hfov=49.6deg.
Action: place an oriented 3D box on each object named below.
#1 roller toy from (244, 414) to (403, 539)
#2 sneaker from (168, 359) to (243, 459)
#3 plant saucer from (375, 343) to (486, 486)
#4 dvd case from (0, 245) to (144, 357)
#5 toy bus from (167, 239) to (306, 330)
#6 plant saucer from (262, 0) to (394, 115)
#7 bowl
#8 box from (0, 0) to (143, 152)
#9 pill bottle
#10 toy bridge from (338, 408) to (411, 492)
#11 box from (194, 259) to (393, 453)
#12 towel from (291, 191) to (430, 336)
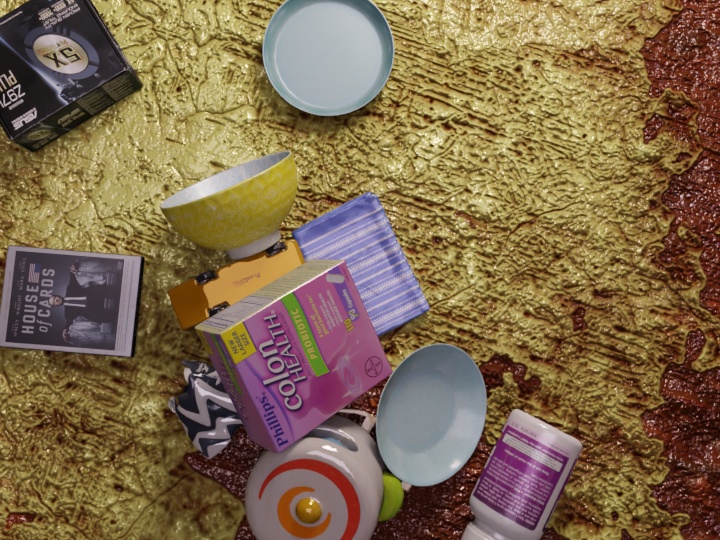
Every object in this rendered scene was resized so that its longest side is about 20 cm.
[{"bbox_3d":[-0.061,0.300,1.054,0.199,0.140,0.183,-32,94,12],"label":"roller toy"},{"bbox_3d":[-0.189,0.156,1.112,0.199,0.080,0.130,-43,95,6],"label":"sneaker"},{"bbox_3d":[0.094,0.201,1.105,0.200,0.039,0.203,-4,97,-33],"label":"plant saucer"},{"bbox_3d":[-0.426,0.045,1.147,0.198,0.025,0.151,4,85,-1],"label":"dvd case"},{"bbox_3d":[-0.173,0.022,1.125,0.199,0.078,0.065,-22,85,-3],"label":"toy bus"},{"bbox_3d":[-0.048,-0.330,1.183,0.199,0.027,0.202,0,86,-1],"label":"plant saucer"},{"bbox_3d":[-0.167,-0.081,1.092,0.199,0.200,0.108,-23,107,-3],"label":"bowl"},{"bbox_3d":[-0.454,-0.300,1.145,0.199,0.086,0.164,-32,87,-3],"label":"box"},{"bbox_3d":[0.220,0.307,1.090,0.112,0.112,0.201,27,85,2],"label":"pill bottle"},{"bbox_3d":[0.000,0.241,1.135,0.199,0.027,0.067,32,83,2],"label":"toy bridge"},{"bbox_3d":[-0.085,0.106,1.036,0.199,0.097,0.177,-30,106,-26],"label":"box"},{"bbox_3d":[0.000,0.000,1.157,0.144,0.024,0.201,-26,86,-2],"label":"towel"}]
